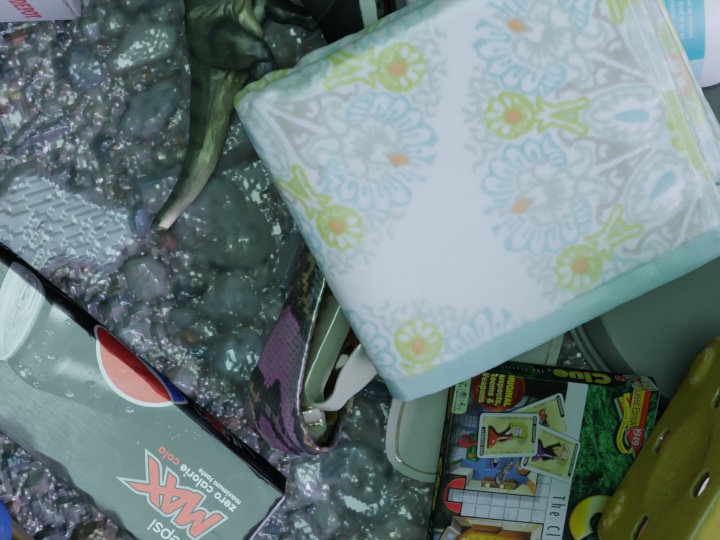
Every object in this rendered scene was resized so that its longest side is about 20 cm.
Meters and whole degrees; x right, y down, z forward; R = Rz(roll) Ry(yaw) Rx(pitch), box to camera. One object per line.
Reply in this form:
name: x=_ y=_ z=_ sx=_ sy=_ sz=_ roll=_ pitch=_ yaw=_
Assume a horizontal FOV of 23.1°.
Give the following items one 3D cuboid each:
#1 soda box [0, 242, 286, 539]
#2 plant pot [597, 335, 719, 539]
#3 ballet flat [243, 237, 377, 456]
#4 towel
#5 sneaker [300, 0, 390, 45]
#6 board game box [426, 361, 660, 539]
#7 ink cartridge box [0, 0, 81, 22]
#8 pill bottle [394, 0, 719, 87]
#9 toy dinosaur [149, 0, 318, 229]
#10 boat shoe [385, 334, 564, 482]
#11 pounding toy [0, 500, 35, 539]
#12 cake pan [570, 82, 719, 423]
soda box: x=-0.133 y=0.072 z=0.891 sx=0.200 sy=0.063 sz=0.071 roll=39 pitch=90 yaw=-3
plant pot: x=0.227 y=0.135 z=0.816 sx=0.199 sy=0.196 sz=0.195 roll=29 pitch=97 yaw=-9
ballet flat: x=0.000 y=0.000 z=0.887 sx=0.071 sy=0.069 sz=0.201 roll=21 pitch=93 yaw=42
towel: x=0.066 y=-0.051 z=0.816 sx=0.199 sy=0.048 sz=0.172 roll=-26 pitch=107 yaw=5
sneaker: x=-0.043 y=-0.184 z=0.837 sx=0.089 sy=0.070 sz=0.201 roll=-10 pitch=124 yaw=10
board game box: x=0.084 y=0.146 z=0.892 sx=0.104 sy=0.023 sz=0.201 roll=5 pitch=106 yaw=-8
ink cartridge box: x=-0.242 y=-0.167 z=0.842 sx=0.199 sy=0.145 sz=0.084 roll=-3 pitch=89 yaw=-1
pill bottle: x=0.119 y=-0.138 z=0.870 sx=0.199 sy=0.111 sz=0.112 roll=-9 pitch=91 yaw=-1
toy dinosaur: x=-0.056 y=-0.118 z=0.902 sx=0.087 sy=0.047 sz=0.201 roll=5 pitch=96 yaw=2
boat shoe: x=0.066 y=0.012 z=0.894 sx=0.074 sy=0.062 sz=0.201 roll=17 pitch=105 yaw=-15
pounding toy: x=-0.172 y=0.178 z=0.824 sx=0.184 sy=0.200 sz=0.142 roll=43 pitch=89 yaw=-2
cake pan: x=0.201 y=-0.010 z=0.912 sx=0.199 sy=0.037 sz=0.202 roll=0 pitch=91 yaw=-2
